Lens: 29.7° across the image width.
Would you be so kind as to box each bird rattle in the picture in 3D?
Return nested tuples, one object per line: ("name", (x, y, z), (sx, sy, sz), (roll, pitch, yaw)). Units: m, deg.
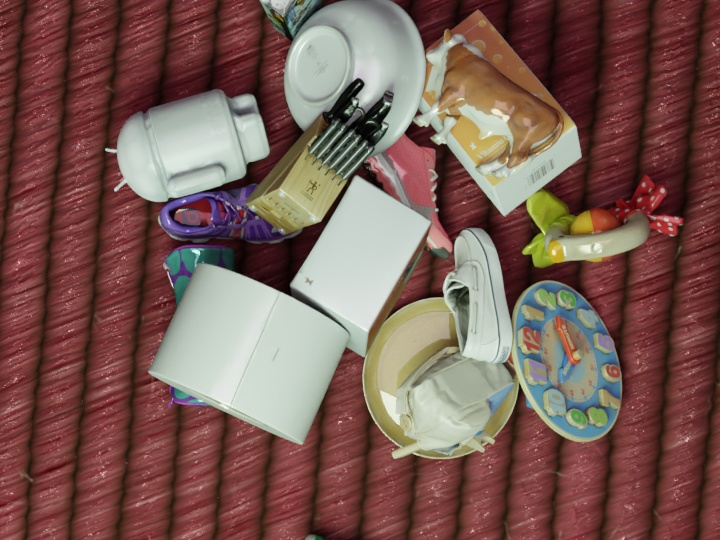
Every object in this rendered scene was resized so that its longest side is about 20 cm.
("bird rattle", (0.295, -0.044, 1.658), (0.197, 0.163, 0.114), (0, 109, 10))

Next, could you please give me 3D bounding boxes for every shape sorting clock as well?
("shape sorting clock", (0.254, 0.108, 1.652), (0.198, 0.039, 0.203), (18, 59, -33))

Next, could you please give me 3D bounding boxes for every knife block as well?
("knife block", (-0.042, -0.138, 1.602), (0.064, 0.200, 0.177), (37, 72, -14))

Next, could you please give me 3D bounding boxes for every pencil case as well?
("pencil case", (-0.199, 0.069, 1.698), (0.091, 0.085, 0.203), (-2, 91, 4))

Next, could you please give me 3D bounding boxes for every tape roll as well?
("tape roll", (-0.128, 0.096, 1.574), (0.200, 0.203, 0.141), (24, 79, 1))

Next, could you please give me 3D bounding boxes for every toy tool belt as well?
("toy tool belt", (0.124, 0.158, 1.652), (0.199, 0.123, 0.125), (-25, 67, -41))

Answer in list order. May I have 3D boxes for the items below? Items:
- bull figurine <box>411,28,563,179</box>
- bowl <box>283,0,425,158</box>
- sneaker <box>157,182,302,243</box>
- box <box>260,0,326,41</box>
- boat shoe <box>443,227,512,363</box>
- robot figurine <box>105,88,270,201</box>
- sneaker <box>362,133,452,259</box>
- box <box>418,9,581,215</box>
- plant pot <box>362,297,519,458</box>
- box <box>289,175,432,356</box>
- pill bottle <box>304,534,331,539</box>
("bull figurine", (0.136, -0.190, 1.568), (0.199, 0.065, 0.122), (36, 87, 23))
("bowl", (-0.025, -0.240, 1.641), (0.199, 0.090, 0.205), (-3, 85, 35))
("sneaker", (-0.155, -0.068, 1.697), (0.197, 0.083, 0.082), (-9, 91, 0))
("box", (-0.060, -0.353, 1.634), (0.040, 0.200, 0.138), (35, 92, 1))
("boat shoe", (0.132, 0.027, 1.651), (0.065, 0.072, 0.202), (5, 52, -17))
("robot figurine", (-0.214, -0.153, 1.676), (0.197, 0.170, 0.114), (-17, 131, -5))
("sneaker", (0.069, -0.110, 1.697), (0.086, 0.074, 0.201), (-34, 91, -2))
("box", (0.159, -0.191, 1.649), (0.124, 0.098, 0.201), (-37, 67, 0))
("plant pot", (0.101, 0.135, 1.721), (0.197, 0.027, 0.203), (0, 90, 1))
("box", (0.000, 0.000, 1.621), (0.105, 0.200, 0.153), (30, 80, 5))
("pill bottle", (0.012, 0.408, 1.681), (0.197, 0.113, 0.115), (17, 91, 1))
